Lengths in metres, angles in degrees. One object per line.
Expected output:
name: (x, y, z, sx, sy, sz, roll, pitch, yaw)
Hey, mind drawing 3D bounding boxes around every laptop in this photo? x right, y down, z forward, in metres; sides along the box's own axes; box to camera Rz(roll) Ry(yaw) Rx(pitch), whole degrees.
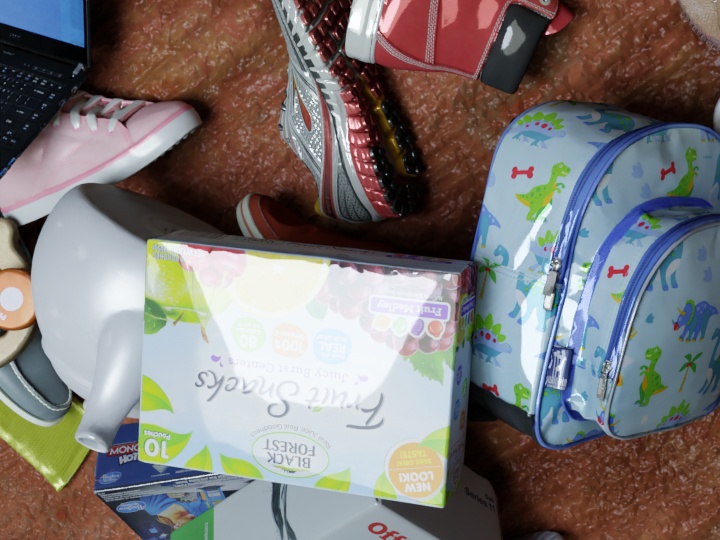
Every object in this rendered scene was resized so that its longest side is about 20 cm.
laptop: (-0.292, -0.174, 1.164, 0.176, 0.201, 0.104, 20, 154, 38)

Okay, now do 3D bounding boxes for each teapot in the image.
teapot: (-0.155, 0.038, 1.128, 0.197, 0.199, 0.147, 35, 103, 36)

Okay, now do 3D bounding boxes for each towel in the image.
towel: (-0.308, 0.095, 1.348, 0.200, 0.018, 0.086, 40, 121, 6)

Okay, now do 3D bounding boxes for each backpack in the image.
backpack: (0.162, 0.001, 0.996, 0.146, 0.182, 0.202, 19, 108, 42)

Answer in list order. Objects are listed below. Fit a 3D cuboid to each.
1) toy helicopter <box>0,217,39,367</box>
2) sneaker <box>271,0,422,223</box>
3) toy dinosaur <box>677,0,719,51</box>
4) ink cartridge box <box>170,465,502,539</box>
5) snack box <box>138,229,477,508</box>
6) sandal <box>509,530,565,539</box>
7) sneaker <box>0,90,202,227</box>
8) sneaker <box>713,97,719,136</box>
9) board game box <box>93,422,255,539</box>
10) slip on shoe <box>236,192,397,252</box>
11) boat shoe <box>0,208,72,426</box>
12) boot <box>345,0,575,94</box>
toy helicopter: (-0.327, -0.011, 1.225, 0.132, 0.079, 0.201, -33, 87, 3)
sneaker: (-0.030, -0.124, 1.105, 0.082, 0.078, 0.202, -13, 100, 33)
toy dinosaur: (0.261, -0.161, 0.957, 0.198, 0.086, 0.137, -5, 113, 32)
ink cartridge box: (-0.016, 0.201, 1.127, 0.199, 0.084, 0.146, -35, 129, 27)
snack box: (-0.034, 0.057, 0.975, 0.198, 0.053, 0.144, 6, 101, 16)
sandal: (0.070, 0.257, 1.195, 0.205, 0.079, 0.060, -24, 95, 28)
sneaker: (-0.217, -0.109, 1.197, 0.199, 0.075, 0.105, -19, 105, 33)
sneaker: (0.301, -0.062, 0.951, 0.198, 0.115, 0.076, 21, 116, 17)
board game box: (-0.076, 0.188, 1.219, 0.198, 0.062, 0.201, -9, 137, 9)
slip on shoe: (0.000, 0.000, 1.142, 0.199, 0.074, 0.061, 34, 112, 4)
boat shoe: (-0.280, 0.029, 1.280, 0.061, 0.073, 0.201, -25, 91, 34)
boot: (0.078, -0.222, 1.033, 0.143, 0.072, 0.202, 12, 107, 5)
